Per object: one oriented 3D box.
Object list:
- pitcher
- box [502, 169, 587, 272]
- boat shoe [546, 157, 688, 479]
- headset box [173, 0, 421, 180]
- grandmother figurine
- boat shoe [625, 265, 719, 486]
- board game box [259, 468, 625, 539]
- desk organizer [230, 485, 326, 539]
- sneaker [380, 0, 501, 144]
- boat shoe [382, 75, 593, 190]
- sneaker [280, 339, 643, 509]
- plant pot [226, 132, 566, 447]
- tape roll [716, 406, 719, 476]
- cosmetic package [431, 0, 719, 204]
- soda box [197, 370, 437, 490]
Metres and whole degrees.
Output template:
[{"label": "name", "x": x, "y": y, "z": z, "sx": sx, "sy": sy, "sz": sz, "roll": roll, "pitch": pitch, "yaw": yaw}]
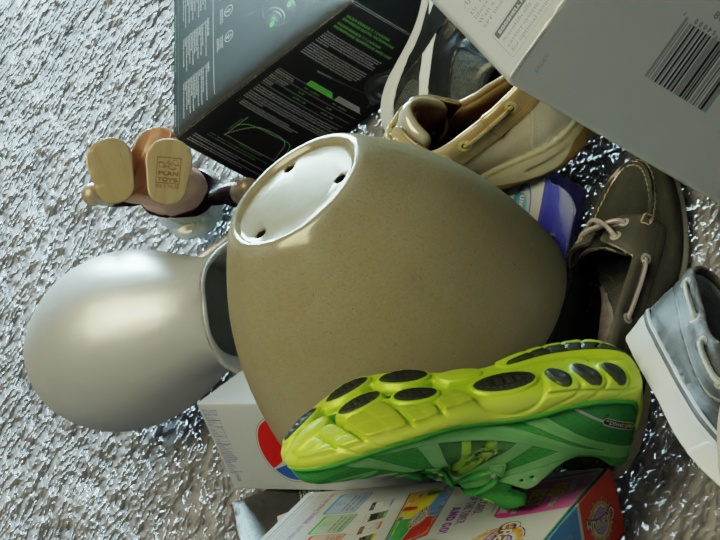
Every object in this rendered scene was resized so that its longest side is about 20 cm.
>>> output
[{"label": "pitcher", "x": -0.125, "y": 0.024, "z": 1.936, "sx": 0.199, "sy": 0.121, "sz": 0.172, "roll": -18, "pitch": 27, "yaw": 42}, {"label": "box", "x": 0.065, "y": 0.010, "z": 1.744, "sx": 0.199, "sy": 0.041, "sz": 0.120, "roll": -11, "pitch": 60, "yaw": 47}, {"label": "boat shoe", "x": 0.140, "y": 0.019, "z": 1.620, "sx": 0.067, "sy": 0.057, "sz": 0.201, "roll": -14, "pitch": 58, "yaw": 49}, {"label": "headset box", "x": -0.033, "y": -0.187, "z": 1.952, "sx": 0.200, "sy": 0.092, "sz": 0.175, "roll": -36, "pitch": 43, "yaw": 35}, {"label": "grandmother figurine", "x": -0.128, "y": -0.058, "z": 1.951, "sx": 0.200, "sy": 0.120, "sz": 0.061, "roll": 44, "pitch": -123, "yaw": -84}, {"label": "boat shoe", "x": 0.205, "y": 0.065, "z": 1.500, "sx": 0.068, "sy": 0.071, "sz": 0.200, "roll": -54, "pitch": 28, "yaw": 17}, {"label": "board game box", "x": 0.026, "y": 0.165, "z": 1.563, "sx": 0.199, "sy": 0.041, "sz": 0.153, "roll": -7, "pitch": 18, "yaw": 31}, {"label": "desk organizer", "x": -0.023, "y": 0.205, "z": 1.698, "sx": 0.071, "sy": 0.077, "sz": 0.200, "roll": -21, "pitch": 26, "yaw": 2}, {"label": "sneaker", "x": 0.089, "y": -0.166, "z": 1.806, "sx": 0.112, "sy": 0.073, "sz": 0.201, "roll": 16, "pitch": 89, "yaw": 52}, {"label": "boat shoe", "x": 0.049, "y": -0.077, "z": 1.733, "sx": 0.199, "sy": 0.069, "sz": 0.074, "roll": -24, "pitch": 25, "yaw": 32}, {"label": "sneaker", "x": 0.057, "y": 0.095, "z": 1.531, "sx": 0.074, "sy": 0.199, "sz": 0.084, "roll": -103, "pitch": 5, "yaw": -67}, {"label": "plant pot", "x": 0.000, "y": 0.000, "z": 1.628, "sx": 0.200, "sy": 0.135, "sz": 0.201, "roll": -29, "pitch": 29, "yaw": 18}, {"label": "tape roll", "x": 0.270, "y": 0.074, "z": 1.376, "sx": 0.202, "sy": 0.037, "sz": 0.204, "roll": -16, "pitch": 55, "yaw": 24}, {"label": "cosmetic package", "x": 0.143, "y": -0.154, "z": 1.602, "sx": 0.123, "sy": 0.199, "sz": 0.200, "roll": -54, "pitch": 35, "yaw": 13}, {"label": "soda box", "x": -0.005, "y": 0.090, "z": 1.729, "sx": 0.199, "sy": 0.064, "sz": 0.068, "roll": -3, "pitch": 26, "yaw": 47}]
